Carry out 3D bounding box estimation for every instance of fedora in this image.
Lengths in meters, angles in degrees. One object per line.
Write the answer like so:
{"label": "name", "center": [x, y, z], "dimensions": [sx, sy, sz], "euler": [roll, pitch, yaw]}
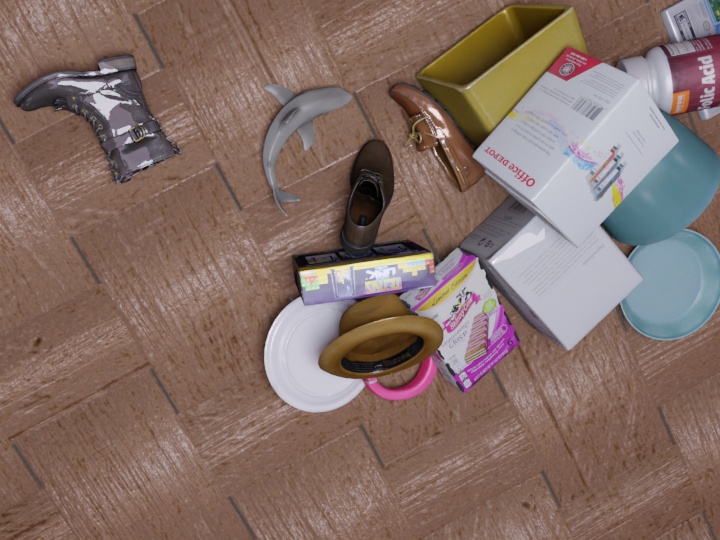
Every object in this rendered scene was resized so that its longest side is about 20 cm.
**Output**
{"label": "fedora", "center": [0.025, 0.094, 1.096], "dimensions": [0.200, 0.201, 0.082], "euler": [-9, 61, -8]}

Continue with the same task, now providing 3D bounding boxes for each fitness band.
{"label": "fitness band", "center": [0.061, 0.117, 1.207], "dimensions": [0.144, 0.037, 0.200], "euler": [-11, 101, -24]}

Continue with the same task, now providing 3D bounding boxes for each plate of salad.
{"label": "plate of salad", "center": [-0.065, 0.131, 1.195], "dimensions": [0.200, 0.048, 0.200], "euler": [-3, 96, -25]}

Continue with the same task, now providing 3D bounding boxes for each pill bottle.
{"label": "pill bottle", "center": [0.522, -0.310, 1.168], "dimensions": [0.200, 0.114, 0.114], "euler": [-10, 102, 8]}

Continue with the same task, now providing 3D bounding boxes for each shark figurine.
{"label": "shark figurine", "center": [-0.112, -0.203, 1.116], "dimensions": [0.128, 0.090, 0.215], "euler": [26, 93, -11]}

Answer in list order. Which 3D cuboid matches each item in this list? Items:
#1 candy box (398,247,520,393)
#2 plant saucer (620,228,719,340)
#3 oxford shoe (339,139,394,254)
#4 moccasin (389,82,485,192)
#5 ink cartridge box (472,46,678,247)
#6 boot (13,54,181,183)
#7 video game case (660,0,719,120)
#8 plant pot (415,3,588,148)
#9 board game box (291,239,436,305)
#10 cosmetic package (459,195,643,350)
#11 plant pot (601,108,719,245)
{"label": "candy box", "center": [0.163, 0.083, 1.185], "dimensions": [0.136, 0.061, 0.200], "euler": [-40, 122, -11]}
{"label": "plant saucer", "center": [0.541, 0.023, 1.288], "dimensions": [0.200, 0.036, 0.200], "euler": [-1, 100, -8]}
{"label": "oxford shoe", "center": [0.019, -0.128, 1.116], "dimensions": [0.073, 0.084, 0.200], "euler": [10, 61, -3]}
{"label": "moccasin", "center": [0.114, -0.211, 1.158], "dimensions": [0.078, 0.074, 0.201], "euler": [-43, 106, -4]}
{"label": "ink cartridge box", "center": [0.288, -0.165, 0.993], "dimensions": [0.200, 0.145, 0.145], "euler": [-48, 132, 9]}
{"label": "boot", "center": [-0.385, -0.211, 1.078], "dimensions": [0.200, 0.069, 0.174], "euler": [-19, 102, -7]}
{"label": "video game case", "center": [0.622, -0.385, 1.233], "dimensions": [0.182, 0.024, 0.200], "euler": [-28, 103, -3]}
{"label": "plant pot", "center": [0.241, -0.263, 1.113], "dimensions": [0.194, 0.196, 0.200], "euler": [-37, 115, -1]}
{"label": "board game box", "center": [0.000, 0.000, 1.129], "dimensions": [0.200, 0.165, 0.057], "euler": [-8, 101, -7]}
{"label": "cosmetic package", "center": [0.300, -0.014, 1.174], "dimensions": [0.166, 0.167, 0.200], "euler": [-44, 103, 1]}
{"label": "plant pot", "center": [0.420, -0.164, 1.131], "dimensions": [0.161, 0.201, 0.201], "euler": [34, 94, -29]}
